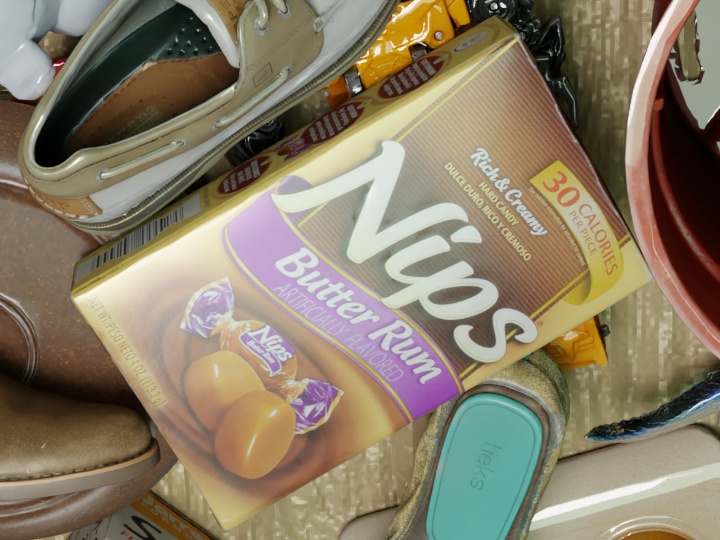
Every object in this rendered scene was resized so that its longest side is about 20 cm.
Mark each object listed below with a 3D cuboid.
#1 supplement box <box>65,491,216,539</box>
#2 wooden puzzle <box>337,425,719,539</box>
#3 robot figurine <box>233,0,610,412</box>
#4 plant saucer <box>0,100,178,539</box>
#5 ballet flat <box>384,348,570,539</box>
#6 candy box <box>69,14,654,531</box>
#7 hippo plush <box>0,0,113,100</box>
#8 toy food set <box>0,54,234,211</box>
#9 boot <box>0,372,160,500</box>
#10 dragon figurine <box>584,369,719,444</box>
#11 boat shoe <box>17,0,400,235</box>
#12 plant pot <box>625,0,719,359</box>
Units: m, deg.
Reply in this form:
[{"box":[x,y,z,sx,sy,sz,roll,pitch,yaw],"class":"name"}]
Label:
[{"box":[-0.121,0.211,0.980,0.126,0.074,0.200,36,106,-11],"class":"supplement box"},{"box":[0.103,0.188,0.978,0.185,0.046,0.200,-17,107,8],"class":"wooden puzzle"},{"box":[0.028,-0.040,0.896,0.145,0.058,0.200,-17,108,7],"class":"robot figurine"},{"box":[-0.159,0.029,0.889,0.200,0.034,0.200,0,109,1],"class":"plant saucer"},{"box":[0.042,0.114,0.913,0.071,0.071,0.200,17,120,-4],"class":"ballet flat"},{"box":[0.000,0.000,0.842,0.200,0.056,0.117,-31,106,2],"class":"candy box"},{"box":[-0.126,-0.145,0.805,0.159,0.200,0.161,19,124,30],"class":"hippo plush"},{"box":[-0.135,0.004,0.922,0.200,0.049,0.198,35,107,-9],"class":"toy food set"},{"box":[-0.177,0.045,0.845,0.200,0.074,0.076,8,99,2],"class":"boot"},{"box":[0.194,0.033,0.913,0.200,0.059,0.099,2,107,-3],"class":"dragon figurine"},{"box":[-0.049,-0.094,0.816,0.075,0.068,0.200,42,89,12],"class":"boat shoe"},{"box":[0.192,-0.072,0.806,0.201,0.195,0.201,1,109,1],"class":"plant pot"}]
